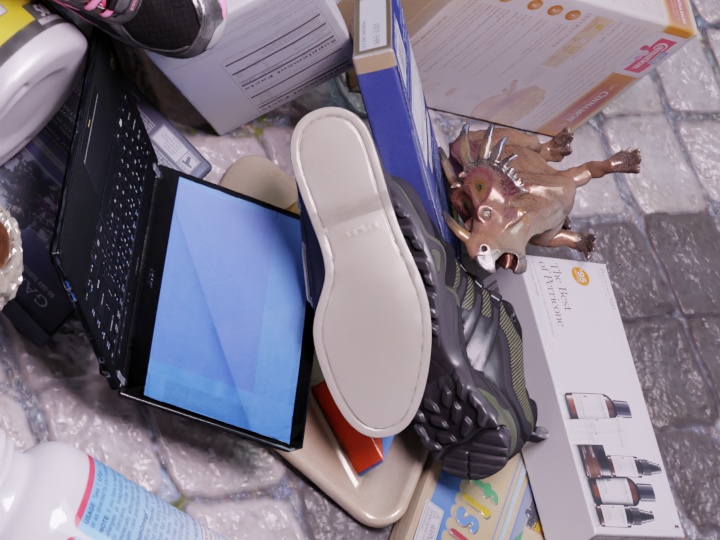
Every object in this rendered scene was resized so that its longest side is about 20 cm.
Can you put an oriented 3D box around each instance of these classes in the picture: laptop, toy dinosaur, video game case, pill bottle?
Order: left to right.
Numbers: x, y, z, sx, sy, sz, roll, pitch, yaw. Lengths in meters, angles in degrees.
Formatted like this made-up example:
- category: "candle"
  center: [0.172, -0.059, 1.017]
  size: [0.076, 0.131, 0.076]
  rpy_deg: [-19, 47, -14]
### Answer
- category: "pill bottle"
  center: [-0.263, -0.158, 1.479]
  size: [0.200, 0.111, 0.111]
  rpy_deg: [42, 42, 7]
- category: "video game case"
  center: [-0.190, -0.061, 1.554]
  size: [0.143, 0.019, 0.200]
  rpy_deg: [46, 44, -6]
- category: "pill bottle"
  center: [-0.147, 0.162, 1.373]
  size: [0.199, 0.109, 0.109]
  rpy_deg: [34, 45, -18]
- category: "laptop"
  center: [-0.095, -0.018, 1.491]
  size: [0.201, 0.102, 0.178]
  rpy_deg: [73, 17, -49]
- category: "toy dinosaur"
  center: [0.092, -0.059, 1.681]
  size: [0.135, 0.200, 0.087]
  rpy_deg: [8, 102, -23]

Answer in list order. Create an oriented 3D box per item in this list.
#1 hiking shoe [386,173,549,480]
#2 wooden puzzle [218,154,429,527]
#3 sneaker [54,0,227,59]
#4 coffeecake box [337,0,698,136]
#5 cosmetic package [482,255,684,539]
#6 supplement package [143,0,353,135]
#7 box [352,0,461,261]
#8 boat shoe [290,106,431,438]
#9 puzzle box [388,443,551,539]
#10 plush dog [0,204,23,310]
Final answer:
- category: "hiking shoe"
  center: [0.051, 0.031, 1.613]
  size: [0.100, 0.075, 0.201]
  rpy_deg: [-20, 87, -60]
- category: "wooden puzzle"
  center: [-0.023, 0.037, 1.609]
  size: [0.200, 0.046, 0.186]
  rpy_deg: [38, 45, -14]
- category: "sneaker"
  center: [-0.169, -0.175, 1.429]
  size: [0.199, 0.079, 0.095]
  rpy_deg: [33, 32, 6]
- category: "coffeecake box"
  center: [0.109, -0.175, 1.784]
  size: [0.199, 0.153, 0.074]
  rpy_deg: [11, 56, -36]
- category: "cosmetic package"
  center: [0.145, 0.090, 1.676]
  size: [0.082, 0.051, 0.201]
  rpy_deg: [7, 58, -39]
- category: "supplement package"
  center: [-0.083, -0.176, 1.583]
  size: [0.114, 0.109, 0.200]
  rpy_deg: [65, 4, 15]
- category: "box"
  center: [0.031, -0.083, 1.669]
  size: [0.121, 0.032, 0.201]
  rpy_deg: [-90, 165, -58]
- category: "boat shoe"
  center: [0.000, 0.000, 1.553]
  size: [0.072, 0.063, 0.202]
  rpy_deg: [-12, 92, 0]
- category: "puzzle box"
  center: [0.096, 0.148, 1.651]
  size: [0.133, 0.025, 0.201]
  rpy_deg: [38, 44, -16]
- category: "plush dog"
  center: [-0.292, -0.008, 1.368]
  size: [0.171, 0.161, 0.201]
  rpy_deg: [-15, 57, -26]
